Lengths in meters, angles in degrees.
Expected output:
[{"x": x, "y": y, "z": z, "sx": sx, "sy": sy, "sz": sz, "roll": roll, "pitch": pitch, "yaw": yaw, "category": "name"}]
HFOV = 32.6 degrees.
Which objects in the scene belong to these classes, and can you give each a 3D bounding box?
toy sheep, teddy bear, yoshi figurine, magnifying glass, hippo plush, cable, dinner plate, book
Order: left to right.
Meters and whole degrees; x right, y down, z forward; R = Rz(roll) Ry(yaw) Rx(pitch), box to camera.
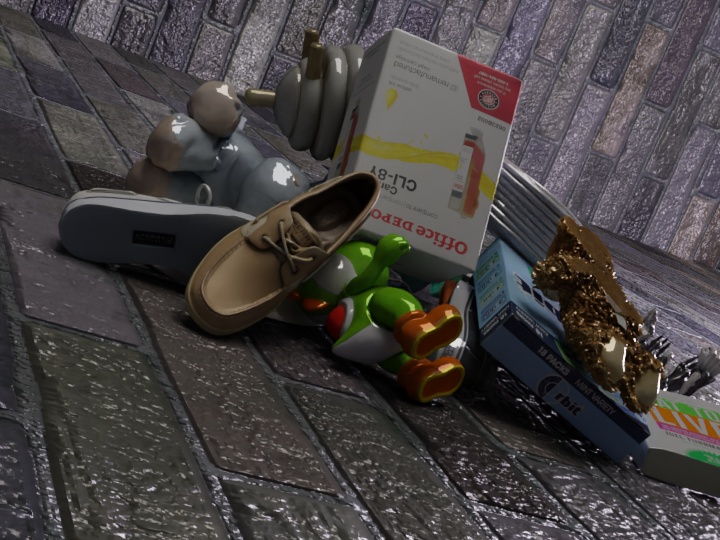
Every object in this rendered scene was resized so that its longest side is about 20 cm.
[{"x": -0.131, "y": -0.075, "z": 1.246, "sx": 0.161, "sy": 0.159, "sz": 0.200, "roll": 42, "pitch": -4, "yaw": 8, "category": "hippo plush"}, {"x": -0.116, "y": 0.001, "z": 1.159, "sx": 0.200, "sy": 0.024, "sz": 0.200, "roll": 21, "pitch": 11, "yaw": -4, "category": "dinner plate"}, {"x": -0.019, "y": -0.174, "z": 1.268, "sx": 0.200, "sy": 0.138, "sz": 0.138, "roll": 7, "pitch": 12, "yaw": -8, "category": "toy sheep"}, {"x": 0.017, "y": 0.025, "z": 1.071, "sx": 0.200, "sy": 0.113, "sz": 0.112, "roll": 34, "pitch": 2, "yaw": 40, "category": "yoshi figurine"}, {"x": 0.101, "y": 0.014, "z": 1.400, "sx": 0.022, "sy": 0.080, "sz": 0.200, "roll": 25, "pitch": 20, "yaw": -6, "category": "magnifying glass"}, {"x": 0.170, "y": -0.056, "z": 1.297, "sx": 0.200, "sy": 0.069, "sz": 0.200, "roll": 39, "pitch": 6, "yaw": -41, "category": "cable"}, {"x": 0.204, "y": 0.044, "z": 1.095, "sx": 0.145, "sy": 0.067, "sz": 0.200, "roll": 17, "pitch": 39, "yaw": -47, "category": "teddy bear"}, {"x": 0.312, "y": 0.166, "z": 1.176, "sx": 0.133, "sy": 0.048, "sz": 0.200, "roll": 18, "pitch": 12, "yaw": -4, "category": "book"}]

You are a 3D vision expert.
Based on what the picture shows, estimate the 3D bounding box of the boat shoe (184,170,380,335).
[{"x": -0.062, "y": -0.023, "z": 1.000, "sx": 0.071, "sy": 0.200, "sz": 0.065, "roll": 49, "pitch": -35, "yaw": -2, "category": "boat shoe"}]

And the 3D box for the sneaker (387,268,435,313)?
[{"x": 0.000, "y": 0.000, "z": 1.236, "sx": 0.200, "sy": 0.082, "sz": 0.075, "roll": 29, "pitch": 12, "yaw": 34, "category": "sneaker"}]

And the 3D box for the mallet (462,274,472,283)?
[{"x": 0.137, "y": 0.042, "z": 1.466, "sx": 0.066, "sy": 0.041, "sz": 0.200, "roll": 23, "pitch": 15, "yaw": -9, "category": "mallet"}]

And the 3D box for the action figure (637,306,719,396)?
[{"x": 0.334, "y": 0.102, "z": 1.374, "sx": 0.119, "sy": 0.102, "sz": 0.200, "roll": 40, "pitch": 13, "yaw": 14, "category": "action figure"}]

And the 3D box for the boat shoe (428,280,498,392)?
[{"x": 0.106, "y": 0.065, "z": 1.162, "sx": 0.068, "sy": 0.072, "sz": 0.200, "roll": 22, "pitch": 13, "yaw": 1, "category": "boat shoe"}]

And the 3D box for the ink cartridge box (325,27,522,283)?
[{"x": 0.055, "y": -0.105, "z": 1.171, "sx": 0.145, "sy": 0.200, "sz": 0.083, "roll": 19, "pitch": -13, "yaw": -18, "category": "ink cartridge box"}]

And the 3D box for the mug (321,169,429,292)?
[{"x": 0.025, "y": -0.055, "z": 1.370, "sx": 0.114, "sy": 0.152, "sz": 0.185, "roll": 20, "pitch": 12, "yaw": -43, "category": "mug"}]

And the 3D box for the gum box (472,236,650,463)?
[{"x": 0.181, "y": 0.068, "z": 1.146, "sx": 0.170, "sy": 0.045, "sz": 0.200, "roll": 41, "pitch": 17, "yaw": -12, "category": "gum box"}]

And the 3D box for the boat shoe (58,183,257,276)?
[{"x": -0.157, "y": -0.035, "z": 1.069, "sx": 0.202, "sy": 0.075, "sz": 0.086, "roll": 7, "pitch": 25, "yaw": -11, "category": "boat shoe"}]

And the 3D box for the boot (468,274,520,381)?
[{"x": 0.160, "y": 0.053, "z": 1.313, "sx": 0.138, "sy": 0.078, "sz": 0.200, "roll": 4, "pitch": 25, "yaw": -47, "category": "boot"}]
